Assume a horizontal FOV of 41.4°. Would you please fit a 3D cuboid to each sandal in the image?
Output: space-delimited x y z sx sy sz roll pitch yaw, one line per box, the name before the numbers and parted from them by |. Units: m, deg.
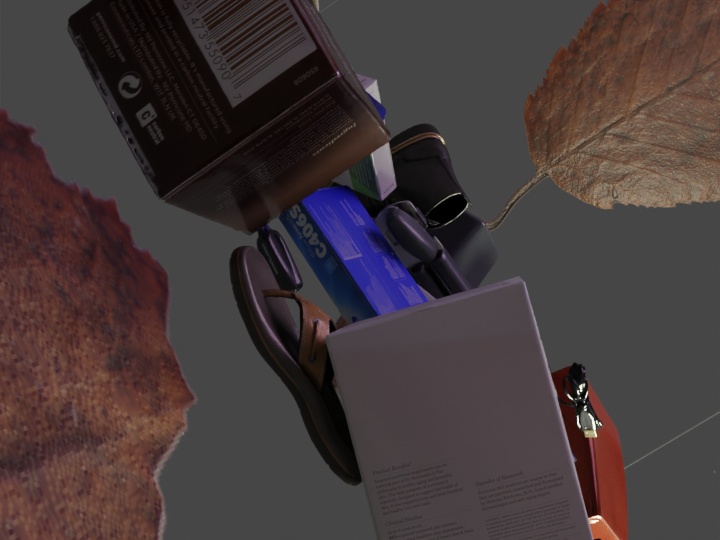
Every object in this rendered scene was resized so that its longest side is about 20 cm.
sandal | -0.037 0.067 0.734 0.203 0.054 0.082 61 10 7

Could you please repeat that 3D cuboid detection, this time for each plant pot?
plant pot | 0.235 0.273 1.199 0.200 0.197 0.179 49 23 -45

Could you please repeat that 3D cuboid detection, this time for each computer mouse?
computer mouse | 0.195 0.108 1.073 0.199 0.044 0.110 33 -18 49

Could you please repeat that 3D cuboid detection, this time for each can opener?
can opener | 0.085 0.007 1.103 0.201 0.053 0.067 53 20 -22

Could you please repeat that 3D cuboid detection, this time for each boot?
boot | 0.030 -0.078 1.152 0.077 0.199 0.140 41 18 -44

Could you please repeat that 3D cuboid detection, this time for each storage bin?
storage bin | 0.076 -0.032 1.245 0.199 0.135 0.146 34 -12 38

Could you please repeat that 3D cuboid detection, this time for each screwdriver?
screwdriver | -0.104 -0.069 0.884 0.203 0.028 0.029 64 -29 7

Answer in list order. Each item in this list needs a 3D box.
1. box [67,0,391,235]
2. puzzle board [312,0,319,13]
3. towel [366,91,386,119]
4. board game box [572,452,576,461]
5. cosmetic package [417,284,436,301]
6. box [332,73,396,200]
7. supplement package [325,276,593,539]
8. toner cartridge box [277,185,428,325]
box | -0.096 -0.151 0.777 0.168 0.163 0.200 59 8 12
puzzle board | -0.109 -0.316 0.860 0.148 0.018 0.201 20 -28 12
towel | -0.077 -0.197 0.956 0.199 0.050 0.147 40 24 12
board game box | 0.099 0.150 0.907 0.197 0.035 0.137 -7 57 -36
cosmetic package | 0.115 0.121 1.085 0.199 0.085 0.108 40 -13 32
box | -0.049 -0.176 1.115 0.198 0.036 0.146 27 -36 38
supplement package | 0.079 0.123 0.728 0.151 0.149 0.204 -5 80 -81
toner cartridge box | 0.000 0.000 1.041 0.094 0.043 0.202 -12 62 -49
